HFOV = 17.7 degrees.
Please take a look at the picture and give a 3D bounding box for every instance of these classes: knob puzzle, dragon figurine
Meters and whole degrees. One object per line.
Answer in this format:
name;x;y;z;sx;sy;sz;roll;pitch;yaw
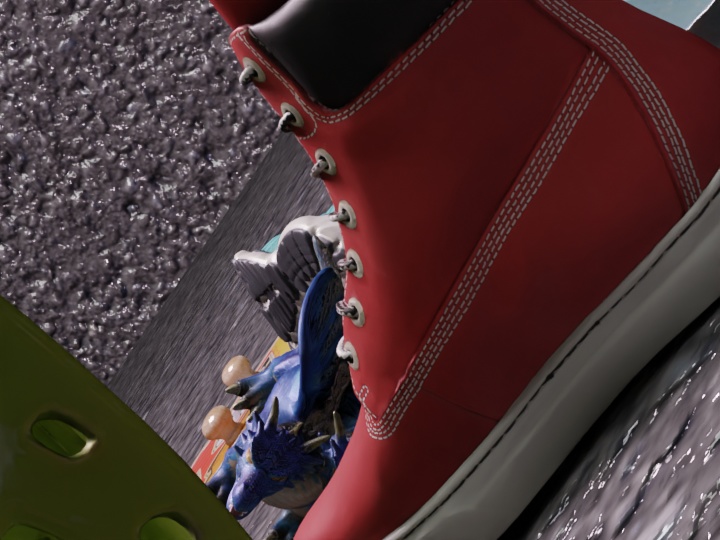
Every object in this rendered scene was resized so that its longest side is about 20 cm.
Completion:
knob puzzle;-0.093;0.113;1.287;0.220;0.030;0.220;-56;6;9
dragon figurine;-0.008;0.041;0.847;0.099;0.059;0.200;-51;8;40

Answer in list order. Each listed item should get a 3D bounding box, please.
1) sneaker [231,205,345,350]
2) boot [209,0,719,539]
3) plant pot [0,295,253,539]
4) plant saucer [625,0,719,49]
sneaker;0.000;0.000;1.046;0.080;0.078;0.200;-38;4;-19
boot;0.003;-0.006;0.600;0.200;0.144;0.072;-53;7;33
plant pot;-0.095;0.121;0.534;0.200;0.181;0.199;-57;6;-11
plant saucer;0.135;-0.118;0.631;0.201;0.039;0.201;-56;5;7
